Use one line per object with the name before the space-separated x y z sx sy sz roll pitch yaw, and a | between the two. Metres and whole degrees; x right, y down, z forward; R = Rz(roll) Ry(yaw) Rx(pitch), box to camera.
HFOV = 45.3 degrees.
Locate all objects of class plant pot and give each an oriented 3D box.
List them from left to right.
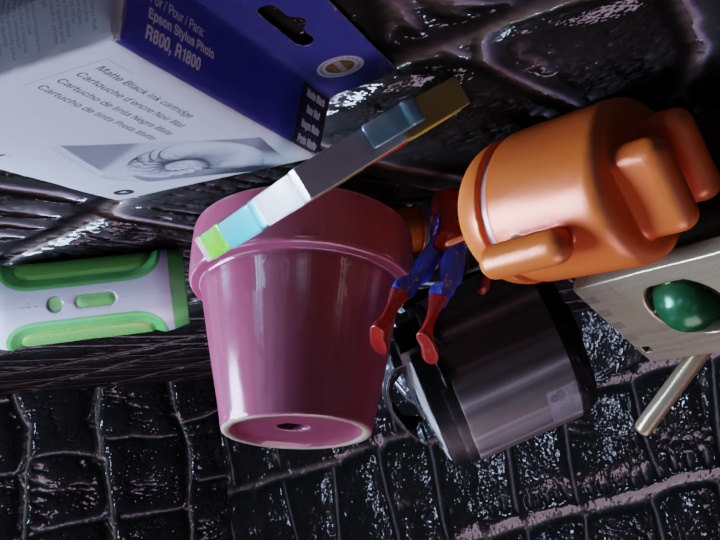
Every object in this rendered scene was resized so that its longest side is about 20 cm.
plant pot | -0.051 0.051 0.744 0.197 0.181 0.200 0 156 0

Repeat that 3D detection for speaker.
speaker | -0.274 0.028 0.863 0.197 0.090 0.088 -6 171 -12

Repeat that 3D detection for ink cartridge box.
ink cartridge box | -0.099 -0.086 0.428 0.198 0.041 0.199 -12 171 20

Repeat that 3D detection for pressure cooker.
pressure cooker | 0.117 0.097 0.873 0.198 0.178 0.179 -25 -179 1

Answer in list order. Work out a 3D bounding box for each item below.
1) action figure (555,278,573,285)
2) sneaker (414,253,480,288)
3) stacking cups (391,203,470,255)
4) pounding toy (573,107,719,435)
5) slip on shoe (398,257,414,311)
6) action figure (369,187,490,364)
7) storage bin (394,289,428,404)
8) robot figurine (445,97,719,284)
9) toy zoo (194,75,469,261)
action figure | 0.206 -0.044 0.799 0.198 0.103 0.119 -2 160 -26
sneaker | 0.130 -0.019 0.965 0.197 0.076 0.115 -5 174 1
stacking cups | 0.075 -0.043 0.840 0.197 0.061 0.060 -2 170 -19
pounding toy | 0.270 0.000 0.664 0.142 0.201 0.184 38 152 -18
slip on shoe | 0.000 0.000 0.923 0.060 0.077 0.200 15 -175 -18
action figure | 0.071 0.006 0.726 0.064 0.201 0.100 10 140 22
storage bin | 0.108 0.064 1.078 0.199 0.135 0.094 -21 152 -44
robot figurine | 0.152 -0.053 0.624 0.116 0.146 0.199 21 160 -34
toy zoo | -0.017 -0.063 0.537 0.131 0.021 0.199 -35 -174 -31
